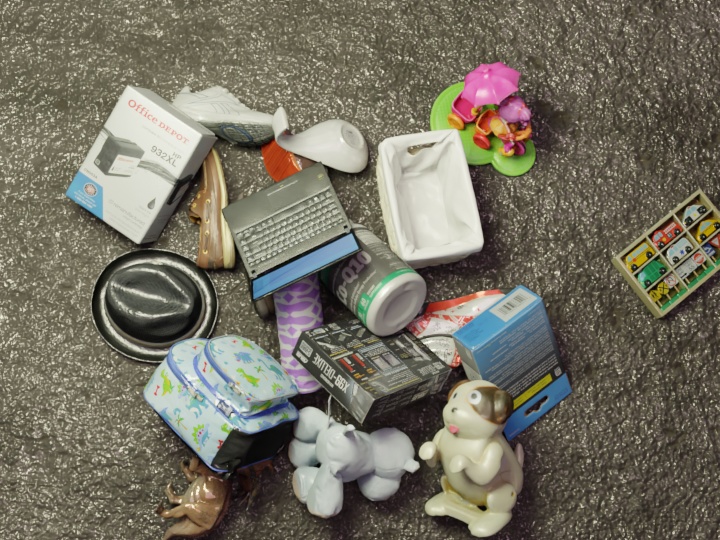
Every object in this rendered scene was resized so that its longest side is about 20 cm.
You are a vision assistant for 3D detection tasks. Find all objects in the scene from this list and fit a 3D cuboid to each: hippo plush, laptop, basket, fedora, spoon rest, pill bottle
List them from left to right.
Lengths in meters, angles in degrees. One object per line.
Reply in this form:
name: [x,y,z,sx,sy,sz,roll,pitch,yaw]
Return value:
fedora: [-0.322,0.047,1.530,0.199,0.092,0.203,1,78,-5]
laptop: [-0.107,-0.061,1.465,0.176,0.103,0.201,-25,70,0]
spoon rest: [-0.065,-0.211,1.595,0.199,0.060,0.100,11,56,-43]
hippo plush: [-0.007,0.268,1.497,0.160,0.159,0.201,4,118,-30]
pill bottle: [0.000,0.000,1.528,0.113,0.113,0.200,-39,54,-12]
basket: [0.105,-0.107,1.589,0.134,0.123,0.202,-9,79,-8]

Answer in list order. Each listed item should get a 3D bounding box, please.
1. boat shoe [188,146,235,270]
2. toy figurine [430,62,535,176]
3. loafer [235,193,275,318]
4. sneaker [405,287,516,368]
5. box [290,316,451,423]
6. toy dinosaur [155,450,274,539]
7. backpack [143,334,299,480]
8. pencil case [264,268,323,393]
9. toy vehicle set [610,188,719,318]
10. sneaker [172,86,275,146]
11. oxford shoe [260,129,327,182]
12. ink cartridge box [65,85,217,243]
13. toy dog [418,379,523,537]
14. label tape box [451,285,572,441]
boat shoe: [-0.243,-0.099,1.581,0.067,0.072,0.202,-7,81,-9]
toy figurine: [0.220,-0.254,1.601,0.200,0.184,0.150,39,77,3]
loafer: [-0.155,-0.027,1.580,0.070,0.073,0.202,-13,89,-12]
sneaker: [0.170,0.096,1.581,0.199,0.067,0.109,-11,80,-4]
box: [0.020,0.137,1.479,0.158,0.199,0.050,41,121,26]
toy dinosaur: [-0.222,0.341,1.484,0.135,0.086,0.201,31,82,-6]
backpack: [-0.201,0.180,1.458,0.199,0.183,0.148,36,106,19]
pencil case: [-0.099,0.089,1.521,0.085,0.084,0.202,-3,98,20]
toy vehicle set: [0.534,-0.028,1.661,0.199,0.027,0.125,-37,84,-12]
sneaker: [-0.222,-0.258,1.604,0.198,0.075,0.088,11,68,12]
oxford shoe: [-0.101,-0.169,1.624,0.072,0.071,0.201,-13,69,-42]
ink cartridge box: [-0.342,-0.165,1.546,0.145,0.084,0.201,33,99,4]
toy dog: [0.182,0.265,1.480,0.193,0.139,0.202,-18,110,-28]
label tape box: [0.241,0.147,1.560,0.144,0.063,0.201,-34,124,-15]
